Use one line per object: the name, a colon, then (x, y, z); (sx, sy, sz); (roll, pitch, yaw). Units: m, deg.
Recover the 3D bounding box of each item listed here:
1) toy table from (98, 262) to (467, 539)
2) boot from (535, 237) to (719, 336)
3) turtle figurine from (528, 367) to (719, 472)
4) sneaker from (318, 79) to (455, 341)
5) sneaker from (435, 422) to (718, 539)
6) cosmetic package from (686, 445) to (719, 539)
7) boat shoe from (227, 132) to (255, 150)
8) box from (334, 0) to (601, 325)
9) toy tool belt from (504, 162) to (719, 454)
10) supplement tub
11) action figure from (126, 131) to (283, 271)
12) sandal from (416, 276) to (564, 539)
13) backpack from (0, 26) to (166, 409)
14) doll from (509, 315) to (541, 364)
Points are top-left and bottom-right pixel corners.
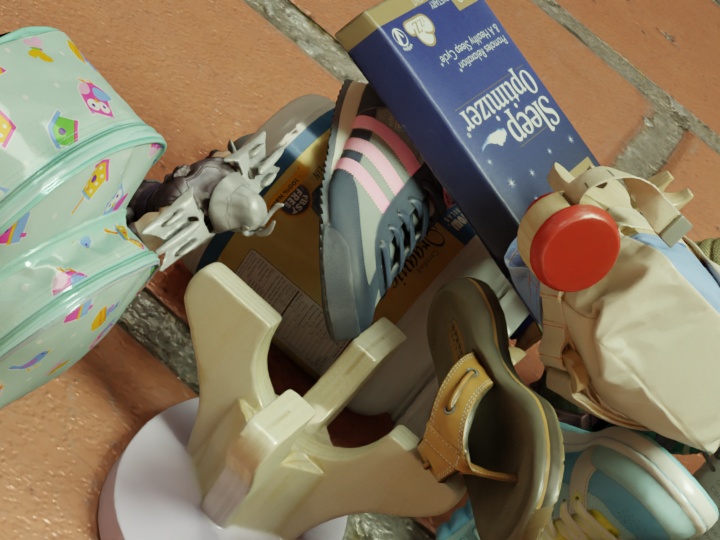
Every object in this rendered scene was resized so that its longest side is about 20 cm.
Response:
toy table: (-0.045, 0.097, 0.961); (0.184, 0.117, 0.200); (36, 27, -4)
boot: (0.221, 0.052, 1.241); (0.200, 0.155, 0.073); (58, 38, -37)
turtle figurine: (0.159, 0.076, 1.124); (0.101, 0.200, 0.150); (-20, 32, -17)
sneaker: (0.021, -0.041, 0.998); (0.082, 0.070, 0.200); (2, 46, 6)
sneaker: (0.115, 0.155, 1.016); (0.080, 0.131, 0.200); (49, -16, -9)
cosmetic package: (0.320, 0.177, 1.178); (0.165, 0.200, 0.165); (-3, 48, -51)
boat shoe: (-0.032, -0.099, 1.319); (0.063, 0.073, 0.200); (44, 33, 6)
box: (0.079, -0.075, 1.015); (0.200, 0.032, 0.121); (56, 36, -3)
toy tool belt: (0.133, 0.005, 0.937); (0.200, 0.125, 0.123); (39, 10, -35)
supplement tub: (0.000, 0.000, 1.127); (0.200, 0.145, 0.145); (40, 28, 5)
action figure: (-0.124, -0.034, 1.005); (0.200, 0.069, 0.130); (5, 23, 36)
sandal: (0.055, 0.072, 0.914); (0.054, 0.082, 0.200); (9, 37, -19)
backpack: (-0.189, -0.018, 0.874); (0.153, 0.200, 0.176); (43, 27, 8)
doll: (0.058, -0.021, 1.270); (0.136, 0.048, 0.200); (-37, 89, -35)
